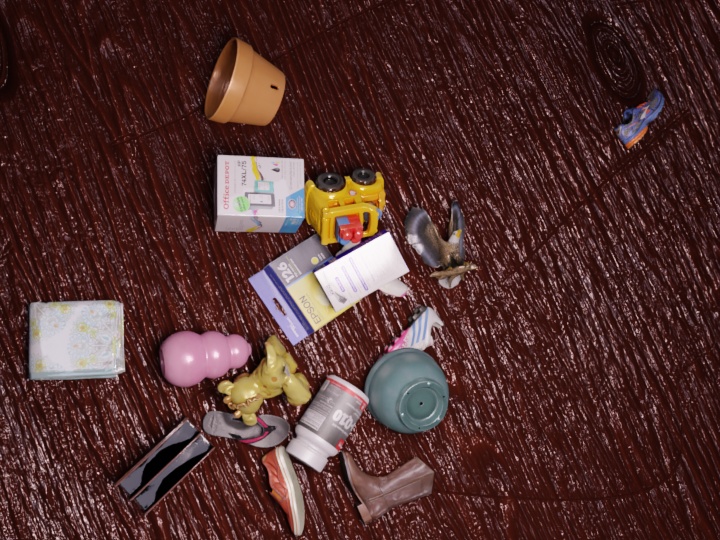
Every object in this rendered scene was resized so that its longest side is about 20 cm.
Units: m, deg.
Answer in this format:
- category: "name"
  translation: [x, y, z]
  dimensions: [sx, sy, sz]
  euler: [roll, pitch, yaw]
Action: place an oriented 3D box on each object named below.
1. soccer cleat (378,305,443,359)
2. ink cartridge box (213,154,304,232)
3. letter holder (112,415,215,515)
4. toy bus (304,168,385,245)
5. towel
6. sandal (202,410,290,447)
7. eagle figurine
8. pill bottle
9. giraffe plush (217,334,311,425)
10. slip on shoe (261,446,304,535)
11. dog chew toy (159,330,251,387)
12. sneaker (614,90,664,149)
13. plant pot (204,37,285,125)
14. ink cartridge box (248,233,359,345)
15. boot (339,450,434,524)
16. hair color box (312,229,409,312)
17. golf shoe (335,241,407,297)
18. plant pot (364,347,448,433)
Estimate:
- category: "soccer cleat"
  translation: [0.126, 0.176, 1.809]
  dimensions: [0.086, 0.070, 0.200]
  euler: [42, 72, -3]
- category: "ink cartridge box"
  translation: [-0.241, -0.176, 1.742]
  dimensions: [0.200, 0.146, 0.147]
  euler: [0, 79, -14]
- category: "letter holder"
  translation: [-0.417, 0.417, 1.587]
  dimensions: [0.200, 0.142, 0.101]
  euler: [-43, 92, -18]
- category: "toy bus"
  translation: [-0.018, -0.135, 1.755]
  dimensions: [0.200, 0.136, 0.192]
  euler: [-11, 43, -18]
- category: "towel"
  translation: [-0.624, 0.153, 1.636]
  dimensions: [0.200, 0.048, 0.171]
  euler: [-1, 77, -14]
- category: "sandal"
  translation: [-0.259, 0.361, 1.688]
  dimensions: [0.200, 0.045, 0.075]
  euler: [10, 76, -12]
- category: "eagle figurine"
  translation: [0.216, -0.068, 1.867]
  dimensions: [0.152, 0.151, 0.200]
  euler: [26, 33, -48]
- category: "pill bottle"
  translation: [-0.077, 0.352, 1.701]
  dimensions: [0.114, 0.114, 0.200]
  euler: [35, 73, -6]
- category: "giraffe plush"
  translation: [-0.221, 0.259, 1.658]
  dimensions: [0.162, 0.200, 0.173]
  euler: [-34, 84, 1]
- category: "slip on shoe"
  translation: [-0.172, 0.501, 1.678]
  dimensions: [0.061, 0.074, 0.200]
  euler: [-19, 85, 6]
- category: "dog chew toy"
  translation: [-0.344, 0.191, 1.665]
  dimensions: [0.200, 0.125, 0.125]
  euler: [-6, 81, -23]
- category: "sneaker"
  translation: [0.789, -0.440, 2.096]
  dimensions: [0.078, 0.075, 0.200]
  euler: [37, 71, -1]
- category: "plant pot"
  translation: [-0.271, -0.433, 1.772]
  dimensions: [0.140, 0.200, 0.200]
  euler: [18, 75, -27]
- category: "ink cartridge box"
  translation: [-0.132, 0.044, 1.783]
  dimensions: [0.200, 0.047, 0.198]
  euler: [-35, 90, -20]
- category: "boot"
  translation: [0.065, 0.472, 1.740]
  dimensions: [0.200, 0.064, 0.187]
  euler: [-22, 98, -14]
- category: "hair color box"
  translation: [0.000, 0.000, 1.738]
  dimensions: [0.200, 0.065, 0.109]
  euler: [-29, 101, -5]
- category: "golf shoe"
  translation: [0.040, -0.008, 1.803]
  dimensions: [0.200, 0.075, 0.092]
  euler: [31, 107, -14]
- category: "plant pot"
  translation: [0.123, 0.294, 1.720]
  dimensions: [0.200, 0.134, 0.201]
  euler: [-3, 101, -16]
